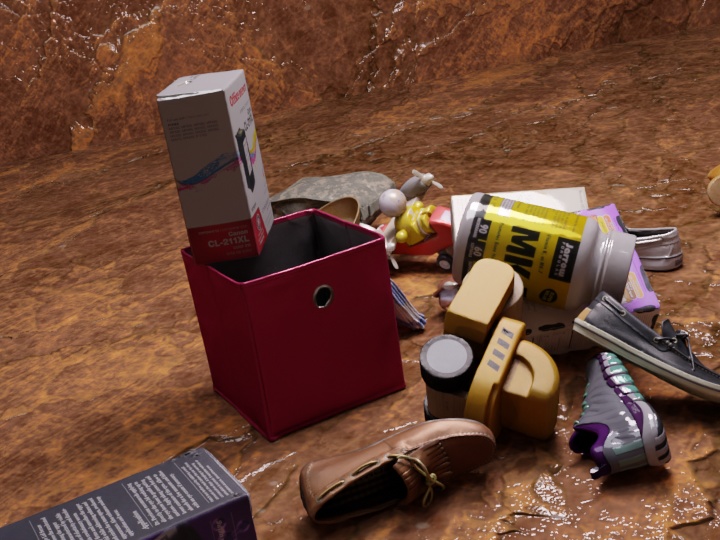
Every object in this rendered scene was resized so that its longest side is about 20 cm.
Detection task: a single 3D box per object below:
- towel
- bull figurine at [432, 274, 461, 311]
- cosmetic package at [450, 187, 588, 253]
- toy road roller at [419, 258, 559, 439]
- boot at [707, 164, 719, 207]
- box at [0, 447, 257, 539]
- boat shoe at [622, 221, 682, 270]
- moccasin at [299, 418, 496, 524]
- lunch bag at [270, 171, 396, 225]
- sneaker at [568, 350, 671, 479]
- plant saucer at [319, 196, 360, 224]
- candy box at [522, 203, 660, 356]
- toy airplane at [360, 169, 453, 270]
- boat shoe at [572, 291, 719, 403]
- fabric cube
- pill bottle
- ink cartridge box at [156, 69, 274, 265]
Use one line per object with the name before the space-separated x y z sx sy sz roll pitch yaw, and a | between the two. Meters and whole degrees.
towel | 0.000 0.000 1.406 0.024 0.200 0.147 -48 31 -14
bull figurine | 0.201 0.021 1.408 0.199 0.065 0.121 -14 1 0
cosmetic package | 0.235 -0.058 1.493 0.199 0.073 0.104 -5 56 2
toy road roller | 0.158 0.100 1.107 0.145 0.123 0.200 16 53 20
boot | 0.634 -0.151 1.720 0.200 0.071 0.144 -13 14 -19
box | -0.184 0.259 0.822 0.199 0.149 0.104 -20 23 -26
boat shoe | 0.384 -0.045 1.521 0.199 0.066 0.074 3 23 31
moccasin | 0.040 0.200 0.995 0.200 0.074 0.078 -11 29 -12
lunch bag | -0.045 -0.107 1.810 0.199 0.118 0.164 -5 19 26
sneaker | 0.248 0.146 1.055 0.087 0.075 0.200 -20 16 2
plant saucer | -0.068 -0.037 1.643 0.200 0.035 0.201 -36 24 19
candy box | 0.252 0.017 1.287 0.199 0.072 0.168 -11 55 -4
toy airplane | 0.061 -0.073 1.629 0.198 0.141 0.200 -29 35 1
boat shoe | 0.330 0.085 1.097 0.199 0.062 0.075 29 -2 22
fabric cube | -0.083 0.058 1.252 0.195 0.200 0.200 -18 21 -25
pill bottle | 0.217 -0.018 1.200 0.199 0.115 0.114 13 25 14
ink cartridge box | -0.169 -0.127 1.209 0.082 0.201 0.146 -8 20 6
